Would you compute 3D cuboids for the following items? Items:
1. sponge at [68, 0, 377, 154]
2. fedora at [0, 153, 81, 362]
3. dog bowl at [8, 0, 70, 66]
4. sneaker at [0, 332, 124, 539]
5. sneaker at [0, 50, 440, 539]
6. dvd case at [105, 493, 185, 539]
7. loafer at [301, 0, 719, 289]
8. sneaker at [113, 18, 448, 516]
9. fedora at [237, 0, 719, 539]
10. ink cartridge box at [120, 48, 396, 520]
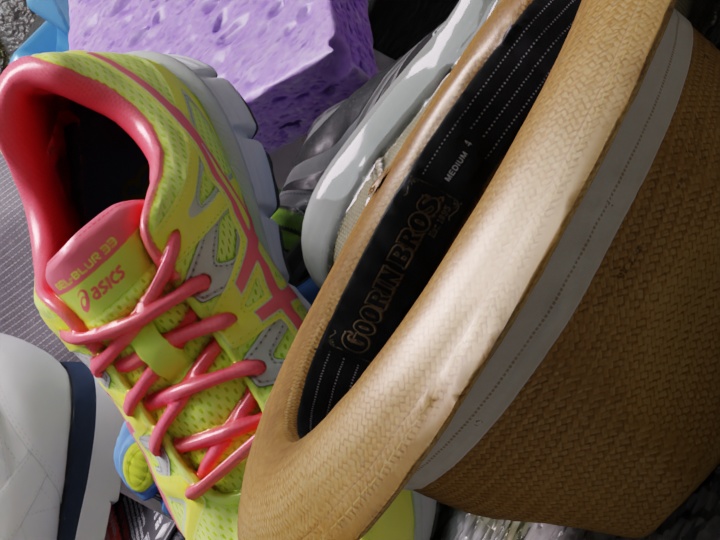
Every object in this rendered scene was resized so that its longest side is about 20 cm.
[{"bbox_3d":[-0.052,-0.106,1.005,0.111,0.030,0.201,-32,39,22],"label":"sponge"},{"bbox_3d":[-0.128,0.015,1.106,0.090,0.177,0.200,-31,42,7],"label":"fedora"},{"bbox_3d":[-0.111,-0.102,1.196,0.112,0.049,0.201,-60,-10,-62],"label":"dog bowl"},{"bbox_3d":[-0.129,0.110,0.914,0.076,0.080,0.201,-40,39,44],"label":"sneaker"},{"bbox_3d":[-0.051,0.019,0.807,0.078,0.090,0.201,-40,62,18],"label":"sneaker"},{"bbox_3d":[-0.112,0.158,1.088,0.201,0.022,0.146,-60,12,5],"label":"dvd case"},{"bbox_3d":[0.065,-0.058,0.773,0.201,0.075,0.070,-57,44,13],"label":"loafer"},{"bbox_3d":[0.000,-0.001,0.889,0.200,0.071,0.083,-52,11,13],"label":"sneaker"},{"bbox_3d":[0.048,0.001,0.646,0.201,0.082,0.201,-57,8,12],"label":"fedora"},{"bbox_3d":[-0.033,-0.013,1.034,0.117,0.067,0.200,-55,14,33],"label":"ink cartridge box"}]
